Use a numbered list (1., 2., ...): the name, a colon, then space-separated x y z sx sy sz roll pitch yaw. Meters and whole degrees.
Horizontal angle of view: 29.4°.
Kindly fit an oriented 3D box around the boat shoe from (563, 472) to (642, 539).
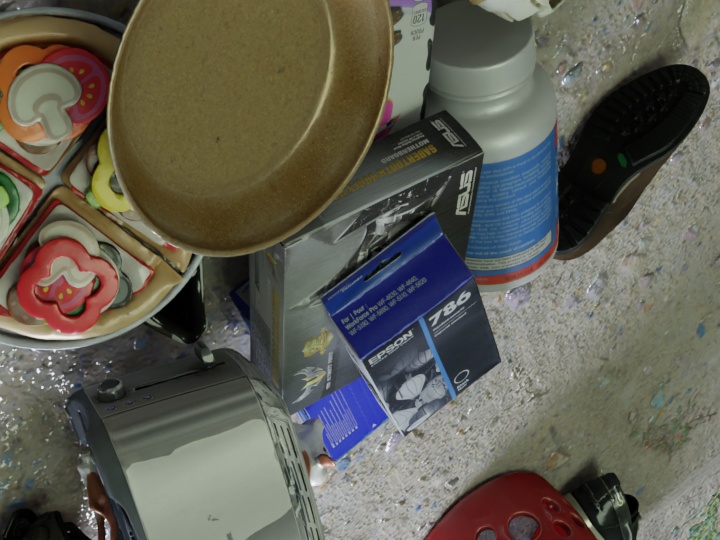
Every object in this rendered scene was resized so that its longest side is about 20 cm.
1. boat shoe: 0.289 0.285 1.527 0.067 0.072 0.200 -41 139 -1

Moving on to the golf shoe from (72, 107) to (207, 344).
1. golf shoe: -0.137 -0.037 0.858 0.077 0.094 0.201 -33 137 -14

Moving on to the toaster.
1. toaster: -0.104 0.149 0.908 0.128 0.114 0.202 -21 112 -16

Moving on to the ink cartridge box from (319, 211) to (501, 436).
1. ink cartridge box: 0.041 0.044 0.969 0.099 0.039 0.200 -37 151 -4

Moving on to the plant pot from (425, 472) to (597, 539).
1. plant pot: 0.173 0.333 1.379 0.199 0.182 0.202 -24 134 -27

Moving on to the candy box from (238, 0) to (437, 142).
1. candy box: -0.037 -0.135 0.882 0.166 0.071 0.202 -21 134 -30

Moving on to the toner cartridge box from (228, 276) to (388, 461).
1. toner cartridge box: -0.025 0.060 1.078 0.095 0.043 0.201 -36 139 -11

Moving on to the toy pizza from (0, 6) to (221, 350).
1. toy pizza: -0.176 -0.048 0.790 0.197 0.032 0.203 -4 106 -14

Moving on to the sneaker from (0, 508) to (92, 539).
1. sneaker: -0.268 0.233 0.980 0.198 0.076 0.115 -12 128 -39

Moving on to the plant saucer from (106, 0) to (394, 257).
1. plant saucer: -0.065 -0.108 0.778 0.199 0.035 0.203 -23 127 -34

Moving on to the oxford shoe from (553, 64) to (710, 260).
1. oxford shoe: 0.219 -0.091 1.165 0.200 0.073 0.084 -46 157 2

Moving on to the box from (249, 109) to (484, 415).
1. box: 0.000 0.000 0.949 0.157 0.048 0.201 -27 148 -24

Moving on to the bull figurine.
1. bull figurine: -0.112 0.144 1.010 0.199 0.122 0.065 -33 -176 -25

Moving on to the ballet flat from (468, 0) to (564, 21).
1. ballet flat: 0.110 -0.197 0.904 0.068 0.064 0.200 -21 -172 29

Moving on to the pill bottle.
1. pill bottle: 0.090 -0.091 1.002 0.111 0.112 0.202 -30 139 -20
